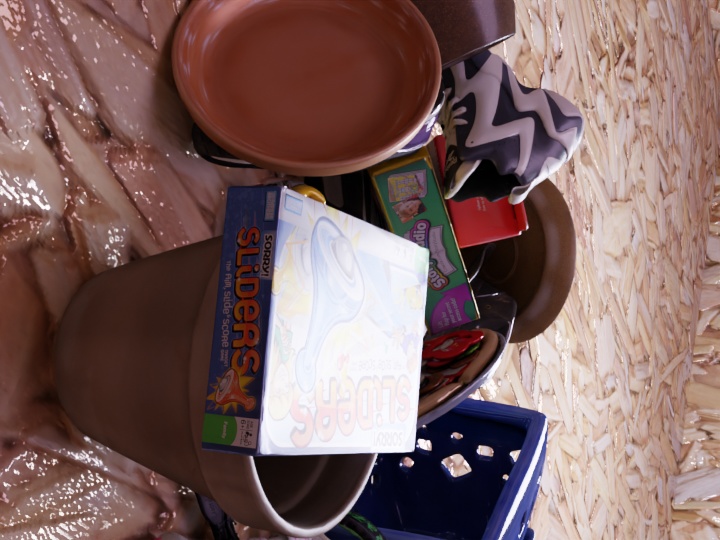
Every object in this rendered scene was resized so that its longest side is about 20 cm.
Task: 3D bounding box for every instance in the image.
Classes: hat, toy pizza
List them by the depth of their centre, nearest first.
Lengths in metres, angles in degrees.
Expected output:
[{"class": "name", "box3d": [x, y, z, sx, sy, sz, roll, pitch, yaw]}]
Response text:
[{"class": "toy pizza", "box3d": [0.036, 0.098, 0.942, 0.032, 0.199, 0.200, 62, 34, -10]}, {"class": "hat", "box3d": [0.119, 0.073, 1.126, 0.201, 0.081, 0.201, -57, 172, -13]}]

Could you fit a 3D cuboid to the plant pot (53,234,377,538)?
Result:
[{"class": "plant pot", "box3d": [-0.095, 0.062, 0.686, 0.200, 0.173, 0.201, -4, 94, -63]}]

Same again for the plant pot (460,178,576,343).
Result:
[{"class": "plant pot", "box3d": [0.163, -0.018, 1.192, 0.027, 0.200, 0.201, 2, 90, -35]}]

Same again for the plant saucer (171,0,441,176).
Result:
[{"class": "plant saucer", "box3d": [-0.040, -0.149, 0.786, 0.038, 0.199, 0.201, 102, 6, -59]}]

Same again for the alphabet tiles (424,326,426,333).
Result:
[{"class": "alphabet tiles", "box3d": [0.085, 0.027, 1.232, 0.167, 0.008, 0.201, 60, 40, -46]}]

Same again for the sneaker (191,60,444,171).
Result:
[{"class": "sneaker", "box3d": [-0.032, -0.100, 0.832, 0.088, 0.199, 0.076, 101, -25, -60]}]

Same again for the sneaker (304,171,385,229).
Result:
[{"class": "sneaker", "box3d": [0.000, 0.000, 0.957, 0.115, 0.075, 0.202, 48, 35, -56]}]

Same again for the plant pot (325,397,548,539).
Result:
[{"class": "plant pot", "box3d": [0.063, 0.247, 0.999, 0.200, 0.199, 0.181, -53, 142, -50]}]

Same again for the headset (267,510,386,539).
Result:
[{"class": "headset", "box3d": [-0.049, 0.293, 0.861, 0.201, 0.123, 0.094, -66, 157, 7]}]

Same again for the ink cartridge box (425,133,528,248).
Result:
[{"class": "ink cartridge box", "box3d": [0.112, -0.085, 1.091, 0.200, 0.067, 0.117, 169, -92, -86]}]

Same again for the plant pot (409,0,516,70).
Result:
[{"class": "plant pot", "box3d": [0.047, -0.269, 0.874, 0.187, 0.186, 0.201, -33, 100, -59]}]

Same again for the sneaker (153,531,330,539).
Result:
[{"class": "sneaker", "box3d": [-0.067, 0.232, 0.794, 0.199, 0.081, 0.089, 29, 60, -23]}]

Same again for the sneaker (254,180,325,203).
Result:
[{"class": "sneaker", "box3d": [-0.058, 0.026, 0.827, 0.078, 0.082, 0.201, -3, 86, -40]}]

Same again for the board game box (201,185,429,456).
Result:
[{"class": "board game box", "box3d": [-0.017, 0.037, 0.610, 0.200, 0.034, 0.136, 17, 77, -63]}]

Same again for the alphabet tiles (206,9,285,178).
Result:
[{"class": "alphabet tiles", "box3d": [-0.073, -0.191, 0.900, 0.167, 0.006, 0.201, -55, 138, -48]}]

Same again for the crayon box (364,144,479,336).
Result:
[{"class": "crayon box", "box3d": [0.046, -0.069, 1.000, 0.173, 0.058, 0.201, -109, 177, -50]}]

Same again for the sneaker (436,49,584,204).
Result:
[{"class": "sneaker", "box3d": [0.087, -0.130, 0.947, 0.130, 0.199, 0.080, -52, 172, -25]}]

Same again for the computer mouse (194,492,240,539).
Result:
[{"class": "computer mouse", "box3d": [-0.079, 0.136, 0.872, 0.200, 0.044, 0.110, -50, 129, -44]}]
